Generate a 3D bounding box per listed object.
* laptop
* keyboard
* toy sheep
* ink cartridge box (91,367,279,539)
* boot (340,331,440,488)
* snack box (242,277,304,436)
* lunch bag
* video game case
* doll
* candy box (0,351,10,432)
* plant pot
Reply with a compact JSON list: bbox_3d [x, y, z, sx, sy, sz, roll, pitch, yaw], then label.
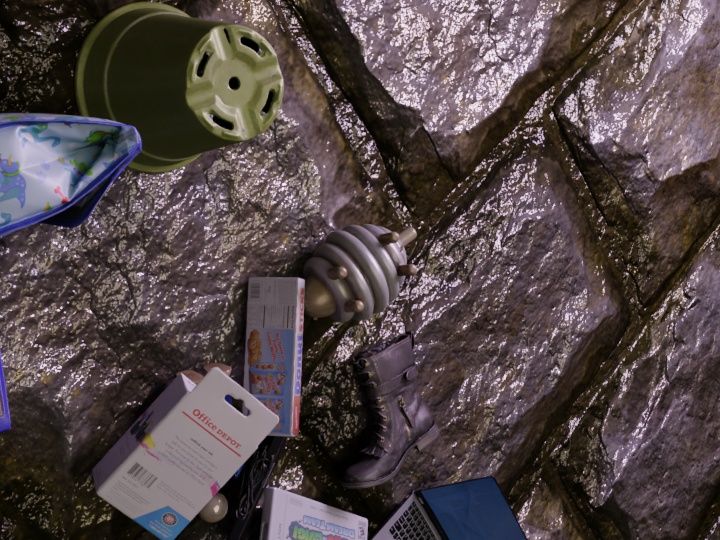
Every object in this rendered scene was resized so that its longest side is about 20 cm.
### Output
[{"bbox_3d":[0.135,0.428,1.543,0.200,0.116,0.187,-43,120,-27],"label":"laptop"},{"bbox_3d":[-0.136,0.259,1.333,0.040,0.104,0.200,23,77,3],"label":"keyboard"},{"bbox_3d":[0.000,0.000,1.362,0.200,0.138,0.138,-29,114,-23],"label":"toy sheep"},{"bbox_3d":[-0.206,0.207,1.214,0.200,0.068,0.115,-47,114,-1],"label":"ink cartridge box"},{"bbox_3d":[0.023,0.197,1.462,0.200,0.069,0.174,-32,110,-36],"label":"boot"},{"bbox_3d":[-0.111,0.109,1.306,0.024,0.072,0.201,18,74,-70],"label":"snack box"},{"bbox_3d":[-0.345,-0.105,1.041,0.200,0.170,0.128,-28,113,-35],"label":"lunch bag"},{"bbox_3d":[-0.064,0.406,1.385,0.200,0.024,0.182,31,53,-42],"label":"video game case"},{"bbox_3d":[-0.196,0.222,1.287,0.136,0.048,0.200,-14,109,-37],"label":"doll"},{"bbox_3d":[-0.470,0.100,1.027,0.200,0.077,0.170,-13,105,-39],"label":"candy box"},{"bbox_3d":[-0.187,-0.208,1.144,0.200,0.190,0.201,-5,99,-39],"label":"plant pot"}]
